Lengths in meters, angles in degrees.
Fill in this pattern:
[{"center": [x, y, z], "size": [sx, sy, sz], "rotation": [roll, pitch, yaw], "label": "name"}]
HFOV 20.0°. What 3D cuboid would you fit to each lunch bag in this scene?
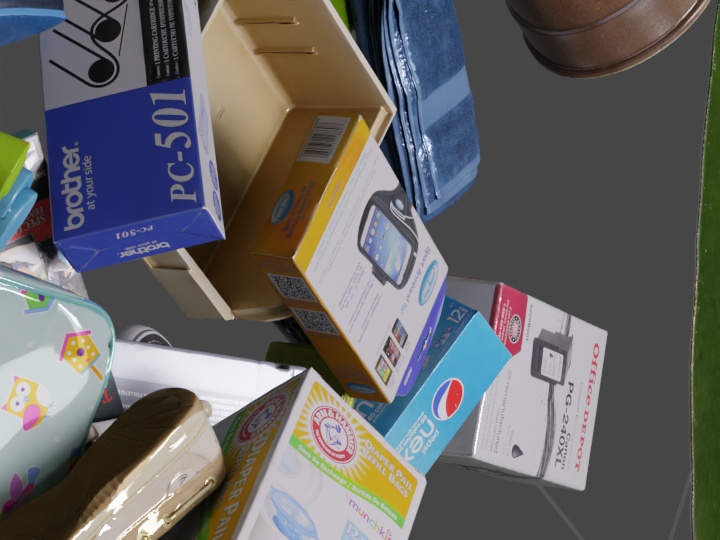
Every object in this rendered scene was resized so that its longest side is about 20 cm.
[{"center": [-0.236, 0.082, 1.142], "size": [0.160, 0.077, 0.201], "rotation": [20, 91, -39], "label": "lunch bag"}]

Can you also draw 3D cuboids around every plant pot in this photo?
[{"center": [0.167, -0.295, 1.653], "size": [0.198, 0.199, 0.201], "rotation": [42, 59, -40], "label": "plant pot"}]

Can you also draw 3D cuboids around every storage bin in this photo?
[{"center": [-0.089, -0.100, 1.366], "size": [0.200, 0.093, 0.199], "rotation": [56, 49, -43], "label": "storage bin"}]

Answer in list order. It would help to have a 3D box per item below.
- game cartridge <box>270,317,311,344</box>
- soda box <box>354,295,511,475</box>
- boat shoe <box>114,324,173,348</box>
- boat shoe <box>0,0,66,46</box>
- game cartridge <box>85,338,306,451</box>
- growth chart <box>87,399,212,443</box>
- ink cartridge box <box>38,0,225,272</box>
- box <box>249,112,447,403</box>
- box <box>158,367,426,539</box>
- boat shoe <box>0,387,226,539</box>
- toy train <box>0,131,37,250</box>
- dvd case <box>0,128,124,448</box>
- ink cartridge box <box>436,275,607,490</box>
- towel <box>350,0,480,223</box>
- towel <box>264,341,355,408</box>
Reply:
[{"center": [-0.016, 0.002, 1.536], "size": [0.200, 0.041, 0.134], "rotation": [52, 56, -45], "label": "game cartridge"}, {"center": [0.023, 0.114, 1.528], "size": [0.200, 0.064, 0.068], "rotation": [-52, 137, -12], "label": "soda box"}, {"center": [-0.112, 0.125, 1.379], "size": [0.070, 0.066, 0.201], "rotation": [-44, 128, -45], "label": "boat shoe"}, {"center": [-0.245, -0.162, 1.142], "size": [0.200, 0.084, 0.069], "rotation": [-7, 77, -55], "label": "boat shoe"}, {"center": [-0.132, 0.114, 1.308], "size": [0.199, 0.041, 0.134], "rotation": [11, 87, -28], "label": "game cartridge"}, {"center": [-0.109, 0.172, 1.220], "size": [0.144, 0.018, 0.201], "rotation": [1, 63, -51], "label": "growth chart"}, {"center": [-0.140, -0.104, 1.220], "size": [0.044, 0.093, 0.201], "rotation": [63, 16, -62], "label": "ink cartridge box"}, {"center": [0.000, 0.000, 1.397], "size": [0.120, 0.041, 0.200], "rotation": [-65, 147, -27], "label": "box"}, {"center": [-0.053, 0.172, 1.185], "size": [0.113, 0.101, 0.200], "rotation": [45, 37, -18], "label": "box"}, {"center": [-0.150, 0.154, 1.132], "size": [0.200, 0.074, 0.069], "rotation": [-42, 120, -20], "label": "boat shoe"}, {"center": [-0.222, -0.075, 1.055], "size": [0.085, 0.115, 0.200], "rotation": [-61, -177, -21], "label": "toy train"}, {"center": [-0.226, 0.036, 1.199], "size": [0.146, 0.022, 0.201], "rotation": [-28, 116, -27], "label": "dvd case"}, {"center": [0.122, 0.097, 1.704], "size": [0.200, 0.083, 0.146], "rotation": [22, 75, -54], "label": "ink cartridge box"}, {"center": [0.049, -0.148, 1.605], "size": [0.112, 0.048, 0.201], "rotation": [-39, 124, -48], "label": "towel"}, {"center": [-0.056, 0.148, 1.447], "size": [0.018, 0.086, 0.201], "rotation": [33, 66, -52], "label": "towel"}]
